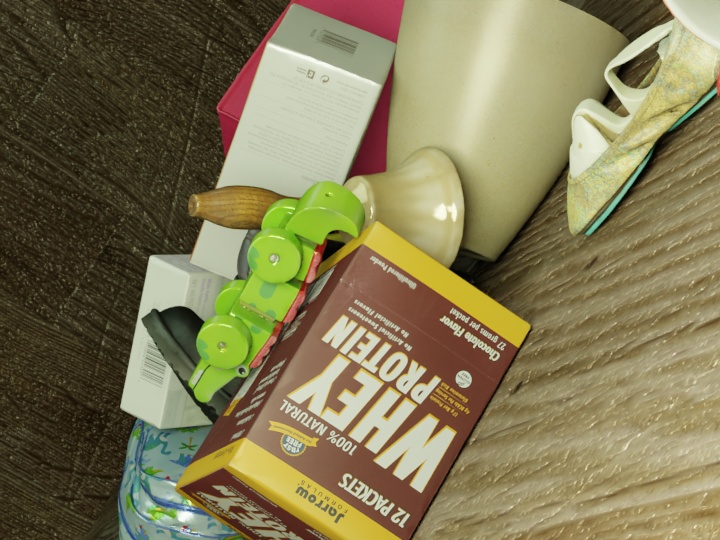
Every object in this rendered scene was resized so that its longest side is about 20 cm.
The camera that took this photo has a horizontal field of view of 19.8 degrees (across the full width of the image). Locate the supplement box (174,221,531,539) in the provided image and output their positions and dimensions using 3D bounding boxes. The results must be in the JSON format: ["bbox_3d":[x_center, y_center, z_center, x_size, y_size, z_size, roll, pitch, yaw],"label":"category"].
[{"bbox_3d":[-0.010,0.101,1.472,0.200,0.133,0.197,-59,8,-18],"label":"supplement box"}]

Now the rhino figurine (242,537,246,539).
[{"bbox_3d":[-0.083,0.162,1.725,0.060,0.088,0.200,-16,28,6],"label":"rhino figurine"}]

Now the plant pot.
[{"bbox_3d":[0.095,-0.116,1.659,0.187,0.187,0.200,-175,105,-82],"label":"plant pot"}]

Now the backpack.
[{"bbox_3d":[-0.147,0.201,1.869,0.200,0.163,0.154,-73,1,-49],"label":"backpack"}]

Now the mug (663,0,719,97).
[{"bbox_3d":[0.240,-0.211,1.215,0.178,0.133,0.200,-49,7,36],"label":"mug"}]

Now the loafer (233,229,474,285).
[{"bbox_3d":[0.000,0.000,1.621,0.072,0.199,0.063,-131,46,-66],"label":"loafer"}]

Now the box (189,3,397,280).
[{"bbox_3d":[-0.053,-0.096,1.679,0.124,0.097,0.200,-72,3,-68],"label":"box"}]

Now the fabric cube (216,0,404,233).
[{"bbox_3d":[0.005,-0.130,1.900,0.196,0.200,0.199,-55,-14,-21],"label":"fabric cube"}]

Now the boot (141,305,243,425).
[{"bbox_3d":[-0.061,0.066,1.667,0.158,0.211,0.079,-41,-27,-12],"label":"boot"}]

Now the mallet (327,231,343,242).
[{"bbox_3d":[-0.021,-0.024,1.777,0.066,0.041,0.200,-21,9,-26],"label":"mallet"}]

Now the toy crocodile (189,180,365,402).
[{"bbox_3d":[-0.065,0.016,1.478,0.200,0.062,0.068,-58,5,26],"label":"toy crocodile"}]

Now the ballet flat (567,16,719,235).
[{"bbox_3d":[0.181,-0.105,1.383,0.200,0.071,0.071,-51,9,39],"label":"ballet flat"}]

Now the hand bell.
[{"bbox_3d":[-0.033,-0.043,1.531,0.104,0.200,0.104,-2,88,60],"label":"hand bell"}]

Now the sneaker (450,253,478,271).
[{"bbox_3d":[0.101,-0.078,1.757,0.200,0.075,0.082,-60,6,-32],"label":"sneaker"}]

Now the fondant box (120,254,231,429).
[{"bbox_3d":[-0.116,0.062,1.883,0.200,0.058,0.145,-2,-72,-50],"label":"fondant box"}]
